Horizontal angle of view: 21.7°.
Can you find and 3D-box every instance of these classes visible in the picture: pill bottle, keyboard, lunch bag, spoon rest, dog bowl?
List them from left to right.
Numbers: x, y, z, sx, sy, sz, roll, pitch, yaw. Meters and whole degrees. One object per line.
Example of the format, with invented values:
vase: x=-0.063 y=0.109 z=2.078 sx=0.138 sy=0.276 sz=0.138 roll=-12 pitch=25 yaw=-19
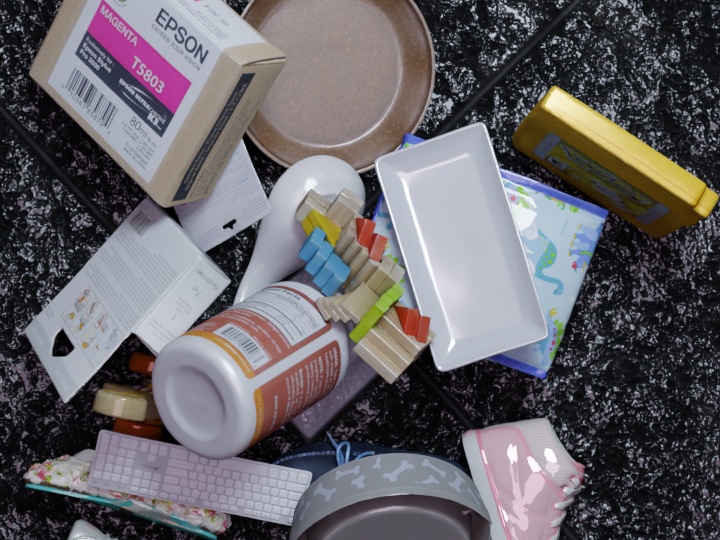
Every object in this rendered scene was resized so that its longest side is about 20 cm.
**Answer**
keyboard: x=-0.146 y=0.189 z=1.714 sx=0.198 sy=0.011 sz=0.057 roll=12 pitch=114 yaw=-10
pill bottle: x=-0.081 y=0.078 z=1.650 sx=0.111 sy=0.199 sz=0.113 roll=16 pitch=119 yaw=32
spoon rest: x=-0.067 y=-0.016 z=1.757 sx=0.099 sy=0.061 sz=0.201 roll=30 pitch=91 yaw=-33
dog bowl: x=0.027 y=0.242 z=1.706 sx=0.198 sy=0.201 sz=0.059 roll=-6 pitch=47 yaw=-1
lunch bag: x=0.101 y=-0.014 z=1.733 sx=0.198 sy=0.127 sz=0.172 roll=20 pitch=89 yaw=-10

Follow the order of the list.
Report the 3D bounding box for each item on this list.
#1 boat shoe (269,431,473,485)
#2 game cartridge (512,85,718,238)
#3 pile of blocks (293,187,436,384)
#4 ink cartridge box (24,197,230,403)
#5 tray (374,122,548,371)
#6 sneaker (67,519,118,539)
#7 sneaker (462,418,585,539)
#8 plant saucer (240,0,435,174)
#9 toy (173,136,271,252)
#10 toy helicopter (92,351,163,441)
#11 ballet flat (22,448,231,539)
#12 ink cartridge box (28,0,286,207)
boat shoe: x=0.007 y=0.191 z=1.754 sx=0.198 sy=0.069 sz=0.085 roll=-4 pitch=88 yaw=0
game cartridge: x=0.225 y=-0.093 z=1.699 sx=0.175 sy=0.200 sz=0.033 roll=33 pitch=86 yaw=1
pile of blocks: x=0.000 y=0.000 z=1.651 sx=0.062 sy=0.082 sz=0.201 roll=-50 pitch=61 yaw=35
ink cartridge box: x=-0.213 y=0.033 z=1.693 sx=0.174 sy=0.200 sz=0.044 roll=-48 pitch=116 yaw=-1
tray: x=0.090 y=-0.020 z=1.668 sx=0.106 sy=0.022 sz=0.202 roll=-18 pitch=82 yaw=8
sneaker: x=-0.232 y=0.276 z=1.748 sx=0.198 sy=0.078 sz=0.100 roll=-14 pitch=86 yaw=-2
sneaker: x=0.171 y=0.233 z=1.752 sx=0.104 sy=0.075 sz=0.202 roll=-17 pitch=85 yaw=4
plant saucer: x=-0.030 y=-0.189 z=1.762 sx=0.198 sy=0.037 sz=0.203 roll=-2 pitch=99 yaw=-14
toy: x=-0.146 y=-0.129 z=1.759 sx=0.115 sy=0.047 sz=0.201 roll=-27 pitch=86 yaw=42
toy helicopter: x=-0.179 y=0.125 z=1.688 sx=0.131 sy=0.200 sz=0.080 roll=15 pitch=90 yaw=15
ballet flat: x=-0.213 y=0.198 z=1.755 sx=0.198 sy=0.076 sz=0.065 roll=17 pitch=79 yaw=-10
ink cartridge box: x=-0.187 y=-0.184 z=1.699 sx=0.200 sy=0.075 sz=0.165 roll=43 pitch=120 yaw=20
